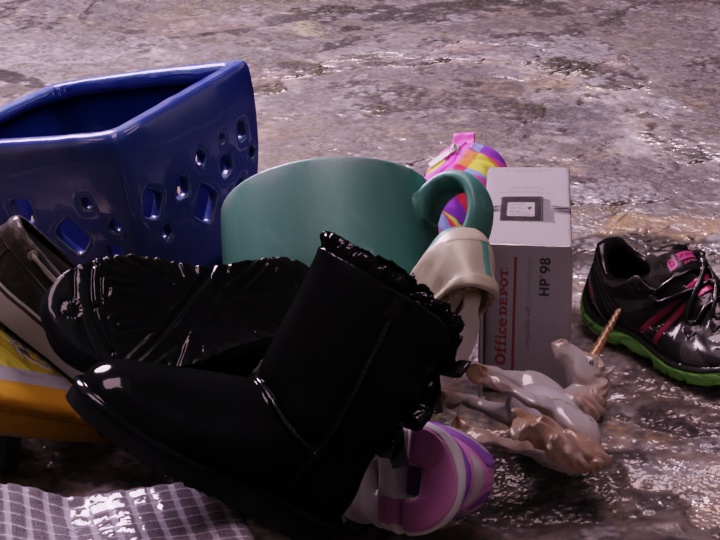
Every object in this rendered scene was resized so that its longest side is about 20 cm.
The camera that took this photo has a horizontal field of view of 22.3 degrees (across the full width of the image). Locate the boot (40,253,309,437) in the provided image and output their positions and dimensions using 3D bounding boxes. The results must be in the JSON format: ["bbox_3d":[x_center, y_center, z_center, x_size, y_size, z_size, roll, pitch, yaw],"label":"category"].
[{"bbox_3d":[-0.136,0.060,1.145,0.199,0.168,0.077,-6,64,-40],"label":"boot"}]

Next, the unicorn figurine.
[{"bbox_3d":[0.118,0.088,1.219,0.136,0.074,0.200,17,27,-14],"label":"unicorn figurine"}]

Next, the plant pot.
[{"bbox_3d":[-0.191,-0.042,1.390,0.199,0.181,0.200,-2,20,29],"label":"plant pot"}]

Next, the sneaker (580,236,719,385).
[{"bbox_3d":[0.237,0.027,1.343,0.076,0.084,0.199,-22,30,-38],"label":"sneaker"}]

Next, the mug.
[{"bbox_3d":[-0.011,0.001,1.242,0.151,0.115,0.185,7,-25,-26],"label":"mug"}]

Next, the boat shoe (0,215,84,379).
[{"bbox_3d":[-0.183,0.034,1.243,0.064,0.200,0.071,-42,43,7],"label":"boat shoe"}]

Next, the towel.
[{"bbox_3d":[-0.133,0.183,1.006,0.164,0.086,0.200,-7,23,-13],"label":"towel"}]

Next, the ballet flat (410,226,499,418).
[{"bbox_3d":[0.032,0.062,1.182,0.069,0.201,0.070,20,33,-14],"label":"ballet flat"}]

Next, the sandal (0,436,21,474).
[{"bbox_3d":[-0.258,0.077,1.292,0.045,0.076,0.200,-5,30,-25],"label":"sandal"}]

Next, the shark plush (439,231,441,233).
[{"bbox_3d":[-0.028,0.029,1.363,0.198,0.084,0.091,-10,6,7],"label":"shark plush"}]

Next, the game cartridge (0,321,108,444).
[{"bbox_3d":[-0.248,0.036,1.207,0.177,0.032,0.200,51,10,17],"label":"game cartridge"}]

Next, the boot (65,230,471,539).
[{"bbox_3d":[-0.045,0.053,1.032,0.198,0.163,0.073,31,6,-23],"label":"boot"}]

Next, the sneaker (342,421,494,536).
[{"bbox_3d":[0.003,0.124,1.156,0.199,0.081,0.088,4,1,39],"label":"sneaker"}]

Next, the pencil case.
[{"bbox_3d":[0.067,-0.044,1.526,0.088,0.089,0.200,5,25,16],"label":"pencil case"}]

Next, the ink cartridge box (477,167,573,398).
[{"bbox_3d":[0.122,0.012,1.350,0.066,0.117,0.200,2,24,5],"label":"ink cartridge box"}]
